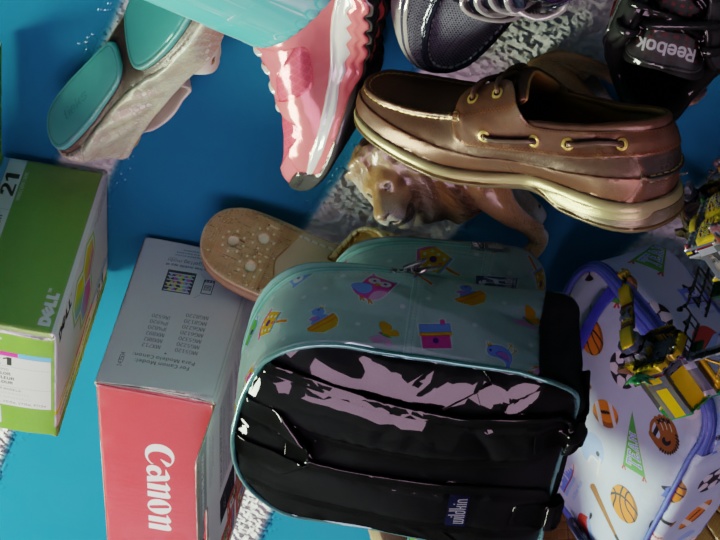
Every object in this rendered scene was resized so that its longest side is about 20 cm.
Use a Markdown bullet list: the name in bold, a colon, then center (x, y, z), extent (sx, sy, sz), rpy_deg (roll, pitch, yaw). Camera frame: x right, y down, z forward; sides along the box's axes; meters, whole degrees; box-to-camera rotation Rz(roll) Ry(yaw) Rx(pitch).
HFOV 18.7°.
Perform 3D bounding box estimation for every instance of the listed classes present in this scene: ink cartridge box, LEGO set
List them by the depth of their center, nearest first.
- **LEGO set**: center (0.207, -0.025, 1.227), extent (0.153, 0.200, 0.116), rpy_deg (-13, 125, 44)
- **ink cartridge box**: center (-0.209, -0.017, 1.373), extent (0.075, 0.148, 0.200), rpy_deg (10, 138, 1)
- **ink cartridge box**: center (-0.125, 0.112, 1.467), extent (0.084, 0.176, 0.200), rpy_deg (9, 137, 6)

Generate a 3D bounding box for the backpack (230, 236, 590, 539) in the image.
- **backpack**: center (0.023, 0.070, 1.301), extent (0.199, 0.154, 0.176), rpy_deg (3, 136, -7)

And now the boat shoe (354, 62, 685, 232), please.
- **boat shoe**: center (0.088, -0.083, 1.203), extent (0.200, 0.072, 0.068), rpy_deg (19, 126, 27)

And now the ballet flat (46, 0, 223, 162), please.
- **ballet flat**: center (-0.119, -0.129, 1.308), extent (0.062, 0.068, 0.200), rpy_deg (7, 150, -35)

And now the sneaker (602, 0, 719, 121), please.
- **sneaker**: center (0.174, -0.158, 1.157), extent (0.071, 0.098, 0.201), rpy_deg (15, 136, 2)

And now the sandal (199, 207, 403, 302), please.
- **sandal**: center (-0.002, 0.005, 1.381), extent (0.211, 0.078, 0.070), rpy_deg (17, 164, 3)

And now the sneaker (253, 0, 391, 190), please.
- **sneaker**: center (-0.031, -0.137, 1.268), extent (0.087, 0.074, 0.201), rpy_deg (21, 131, 8)

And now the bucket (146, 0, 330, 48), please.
- **bucket**: center (-0.068, -0.219, 1.088), extent (0.135, 0.208, 0.207), rpy_deg (25, 138, -25)

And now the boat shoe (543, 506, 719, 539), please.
- **boat shoe**: center (0.179, 0.173, 1.527), extent (0.199, 0.071, 0.069), rpy_deg (6, 168, 27)

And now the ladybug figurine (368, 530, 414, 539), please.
- **ladybug figurine**: center (0.066, 0.169, 1.482), extent (0.136, 0.072, 0.200), rpy_deg (45, 152, 15)

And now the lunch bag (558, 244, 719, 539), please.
- **lunch bag**: center (0.169, 0.089, 1.391), extent (0.075, 0.160, 0.200), rpy_deg (-19, 148, -33)

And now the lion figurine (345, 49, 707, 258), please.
- **lion figurine**: center (0.094, -0.081, 1.293), extent (0.122, 0.073, 0.200), rpy_deg (41, 118, -16)

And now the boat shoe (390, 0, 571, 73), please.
- **boat shoe**: center (0.074, -0.157, 1.174), extent (0.074, 0.093, 0.200), rpy_deg (-4, 142, -20)
